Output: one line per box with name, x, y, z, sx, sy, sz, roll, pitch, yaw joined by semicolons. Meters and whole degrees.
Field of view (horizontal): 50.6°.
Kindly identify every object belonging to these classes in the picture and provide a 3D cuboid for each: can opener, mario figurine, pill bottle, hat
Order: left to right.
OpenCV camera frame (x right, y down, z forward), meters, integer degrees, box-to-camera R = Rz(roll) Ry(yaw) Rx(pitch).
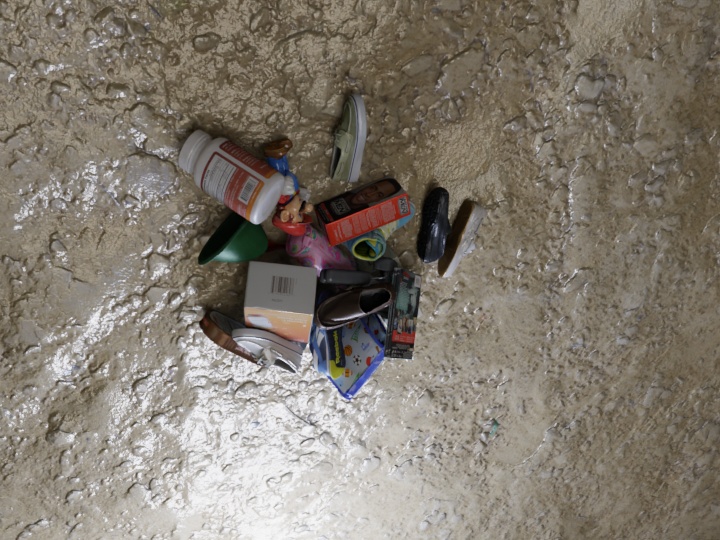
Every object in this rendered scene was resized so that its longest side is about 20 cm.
pill bottle;-0.256;-0.189;1.505;0.197;0.112;0.114;33;111;7
hat;-0.220;-0.033;1.618;0.176;0.164;0.202;45;66;-22
mario figurine;-0.138;-0.172;1.610;0.122;0.104;0.205;-32;122;-38
can opener;0.000;0.000;1.730;0.196;0.053;0.069;5;86;-33

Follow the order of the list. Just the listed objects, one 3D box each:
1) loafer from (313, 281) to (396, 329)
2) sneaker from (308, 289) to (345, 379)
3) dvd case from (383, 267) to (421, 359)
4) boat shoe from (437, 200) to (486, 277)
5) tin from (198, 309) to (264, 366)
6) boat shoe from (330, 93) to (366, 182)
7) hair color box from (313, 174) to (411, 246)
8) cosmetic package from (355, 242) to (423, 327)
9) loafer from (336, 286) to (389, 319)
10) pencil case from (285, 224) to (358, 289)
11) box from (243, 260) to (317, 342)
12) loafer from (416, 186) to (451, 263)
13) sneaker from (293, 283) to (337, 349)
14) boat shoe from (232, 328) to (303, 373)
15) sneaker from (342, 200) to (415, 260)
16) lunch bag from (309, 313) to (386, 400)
loafer;-0.014;0.072;1.681;0.196;0.071;0.075;-23;89;-3
sneaker;-0.086;0.147;1.768;0.073;0.081;0.206;-7;98;-50
dvd case;0.101;0.104;1.781;0.145;0.021;0.206;15;82;-64
boat shoe;0.253;-0.067;1.871;0.068;0.071;0.204;13;114;-27
tin;-0.285;0.156;1.765;0.198;0.112;0.042;33;97;-36
boat shoe;-0.028;-0.276;1.621;0.060;0.072;0.204;-8;126;-20
hair color box;0.004;-0.136;1.705;0.195;0.102;0.062;-22;126;-9
cosmetic package;0.070;0.046;1.865;0.102;0.074;0.203;-28;128;-3
loafer;0.027;0.065;1.786;0.197;0.071;0.064;22;92;-34
pencil case;-0.083;-0.029;1.735;0.087;0.088;0.199;-43;134;9
box;-0.176;0.073;1.678;0.148;0.109;0.201;5;157;-4
loafer;0.184;-0.110;1.821;0.069;0.068;0.205;-11;130;-25
sneaker;-0.127;0.117;1.843;0.198;0.075;0.107;-38;145;-3
boat shoe;-0.210;0.184;1.717;0.071;0.068;0.198;-12;152;36
sneaker;0.053;-0.085;1.738;0.196;0.131;0.081;-25;126;-6
lunch bag;-0.012;0.192;1.845;0.122;0.201;0.171;29;107;-34
